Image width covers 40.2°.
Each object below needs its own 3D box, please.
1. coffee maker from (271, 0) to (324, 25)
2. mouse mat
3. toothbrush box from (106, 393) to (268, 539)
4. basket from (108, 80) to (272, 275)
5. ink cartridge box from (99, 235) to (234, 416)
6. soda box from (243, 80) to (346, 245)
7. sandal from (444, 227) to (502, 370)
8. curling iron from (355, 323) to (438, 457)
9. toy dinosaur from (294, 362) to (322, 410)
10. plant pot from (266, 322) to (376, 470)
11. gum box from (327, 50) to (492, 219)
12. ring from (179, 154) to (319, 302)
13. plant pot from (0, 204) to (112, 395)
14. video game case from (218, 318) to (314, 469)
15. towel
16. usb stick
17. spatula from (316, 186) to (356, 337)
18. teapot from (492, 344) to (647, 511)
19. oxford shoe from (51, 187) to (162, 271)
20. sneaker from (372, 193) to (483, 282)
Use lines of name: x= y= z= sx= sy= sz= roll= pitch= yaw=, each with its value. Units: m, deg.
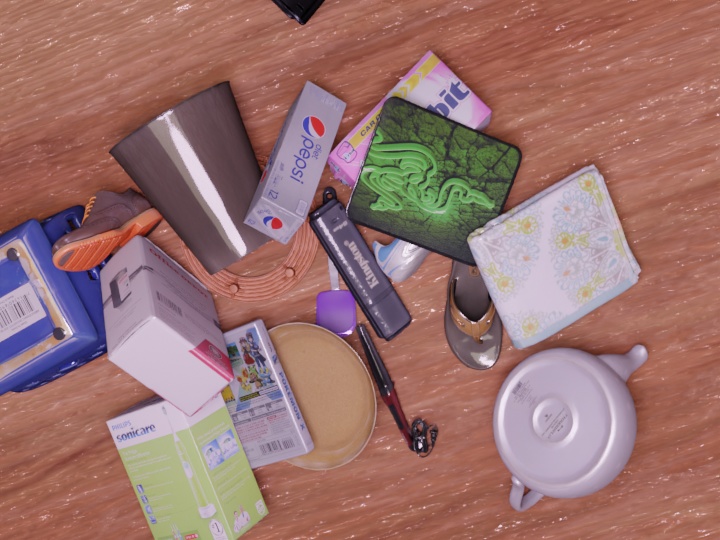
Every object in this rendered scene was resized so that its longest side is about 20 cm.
coffee maker: x=-0.054 y=-0.420 z=1.212 sx=0.134 sy=0.192 sz=0.200 roll=41 pitch=100 yaw=-17
mouse mat: x=0.094 y=-0.108 z=1.228 sx=0.197 sy=0.008 sz=0.164 roll=19 pitch=97 yaw=-15
toothbrush box: x=-0.232 y=0.264 z=1.319 sx=0.144 sy=0.086 sz=0.203 roll=-21 pitch=94 yaw=34
basket: x=-0.197 y=-0.109 z=1.268 sx=0.178 sy=0.136 sz=0.202 roll=-30 pitch=96 yaw=-3
ink cartridge box: x=-0.249 y=0.066 z=1.251 sx=0.085 sy=0.201 sz=0.146 roll=-40 pitch=124 yaw=10
soda box: x=-0.081 y=-0.137 z=1.242 sx=0.063 sy=0.068 sz=0.203 roll=26 pitch=55 yaw=-14
sandal: x=0.153 y=0.041 z=1.294 sx=0.080 sy=0.055 sz=0.204 roll=4 pitch=111 yaw=3
curling iron: x=0.047 y=0.162 z=1.341 sx=0.049 sy=0.026 sz=0.202 roll=-29 pitch=94 yaw=14
toy dinosaur: x=-0.072 y=0.170 z=1.337 sx=0.196 sy=0.058 sz=0.103 roll=13 pitch=98 yaw=4
plant pot: x=-0.066 y=0.163 z=1.298 sx=0.196 sy=0.027 sz=0.204 roll=6 pitch=105 yaw=21
gum box: x=0.061 y=-0.165 z=1.267 sx=0.113 sy=0.066 sz=0.200 roll=44 pitch=89 yaw=8
ring: x=-0.152 y=-0.056 z=1.341 sx=0.196 sy=0.019 sz=0.205 roll=1 pitch=96 yaw=6
plant pot: x=-0.430 y=0.044 z=1.294 sx=0.197 sy=0.180 sz=0.203 roll=-28 pitch=92 yaw=7
video game case: x=-0.172 y=0.178 z=1.322 sx=0.198 sy=0.022 sz=0.185 roll=-21 pitch=94 yaw=34
towel: x=0.251 y=-0.017 z=1.266 sx=0.198 sy=0.048 sz=0.173 roll=-30 pitch=109 yaw=-5
usb stick: x=0.000 y=0.000 z=1.315 sx=0.055 sy=0.033 sz=0.202 roll=-33 pitch=98 yaw=-13
spatula: x=-0.036 y=-0.011 z=1.334 sx=0.055 sy=0.021 sz=0.205 roll=-2 pitch=95 yaw=5
teapot: x=0.273 y=0.202 z=1.273 sx=0.197 sy=0.145 sz=0.202 roll=-12 pitch=72 yaw=30
oxford shoe: x=-0.340 y=-0.056 z=1.274 sx=0.071 sy=0.200 sz=0.073 roll=-42 pitch=88 yaw=27
sneaker: x=0.099 y=-0.071 z=1.295 sx=0.199 sy=0.072 sz=0.073 roll=-41 pitch=79 yaw=3
